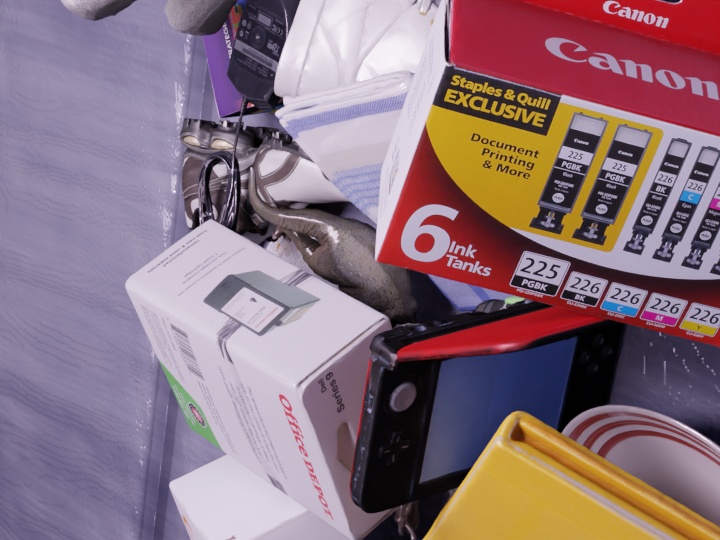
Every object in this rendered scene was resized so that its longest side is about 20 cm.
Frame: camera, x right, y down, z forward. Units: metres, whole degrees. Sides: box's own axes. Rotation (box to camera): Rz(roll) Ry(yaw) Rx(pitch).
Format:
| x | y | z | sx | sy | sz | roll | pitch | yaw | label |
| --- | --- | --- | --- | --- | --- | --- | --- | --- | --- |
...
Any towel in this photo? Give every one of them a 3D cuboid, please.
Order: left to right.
| x | y | z | sx | sy | sz | roll | pitch | yaw | label |
| --- | --- | --- | --- | --- | --- | --- | --- | --- | --- |
| 0.049 | -0.048 | 1.254 | 0.200 | 0.024 | 0.147 | 46 | 152 | -24 | towel |

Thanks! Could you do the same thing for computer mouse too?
| x | y | z | sx | sy | sz | roll | pitch | yaw | label |
| --- | --- | --- | --- | --- | --- | --- | --- | --- | --- |
| -0.073 | -0.107 | 1.376 | 0.059 | 0.034 | 0.201 | 36 | 117 | 37 | computer mouse |

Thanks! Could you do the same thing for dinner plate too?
| x | y | z | sx | sy | sz | roll | pitch | yaw | label |
| --- | --- | --- | --- | --- | --- | --- | --- | --- | --- |
| 0.196 | 0.161 | 1.168 | 0.200 | 0.024 | 0.201 | 35 | 145 | 30 | dinner plate |

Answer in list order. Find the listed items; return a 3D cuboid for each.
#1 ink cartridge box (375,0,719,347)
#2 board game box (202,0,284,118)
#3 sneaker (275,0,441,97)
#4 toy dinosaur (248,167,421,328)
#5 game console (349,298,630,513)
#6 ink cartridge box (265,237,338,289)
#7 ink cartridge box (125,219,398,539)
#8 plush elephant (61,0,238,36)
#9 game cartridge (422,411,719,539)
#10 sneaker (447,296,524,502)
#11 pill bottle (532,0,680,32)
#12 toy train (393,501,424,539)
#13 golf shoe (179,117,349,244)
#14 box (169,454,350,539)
| x | y | z | sx | sy | sz | roll | pitch | yaw | label |
| --- | --- | --- | --- | --- | --- | --- | --- | --- | --- |
| 0.126 | -0.070 | 1.019 | 0.084 | 0.199 | 0.176 | -85 | 11 | -51 | ink cartridge box |
| -0.059 | -0.223 | 1.418 | 0.165 | 0.056 | 0.201 | -13 | 89 | 53 | board game box |
| 0.030 | -0.192 | 1.294 | 0.115 | 0.074 | 0.201 | 20 | 92 | 7 | sneaker |
| 0.000 | 0.000 | 1.333 | 0.102 | 0.077 | 0.201 | 7 | 130 | 56 | toy dinosaur |
| 0.111 | 0.072 | 1.145 | 0.119 | 0.199 | 0.173 | 36 | 127 | 43 | game console |
| -0.036 | 0.038 | 1.486 | 0.162 | 0.050 | 0.201 | -55 | 39 | 46 | ink cartridge box |
| -0.053 | 0.072 | 1.329 | 0.200 | 0.084 | 0.146 | 28 | 147 | 45 | ink cartridge box |
| -0.121 | -0.271 | 1.311 | 0.200 | 0.164 | 0.155 | -36 | 73 | 32 | plush elephant |
| 0.131 | 0.177 | 1.174 | 0.176 | 0.033 | 0.200 | 31 | 148 | 3 | game cartridge |
| 0.085 | 0.111 | 1.291 | 0.084 | 0.076 | 0.201 | 26 | 103 | 45 | sneaker |
| 0.112 | -0.143 | 1.088 | 0.114 | 0.113 | 0.201 | 51 | 137 | 32 | pill bottle |
| 0.072 | 0.204 | 1.351 | 0.115 | 0.084 | 0.201 | -11 | 83 | 38 | toy train |
| -0.057 | -0.055 | 1.424 | 0.199 | 0.077 | 0.095 | 13 | 95 | 49 | golf shoe |
| -0.047 | 0.237 | 1.419 | 0.124 | 0.097 | 0.201 | 40 | 152 | 61 | box |
